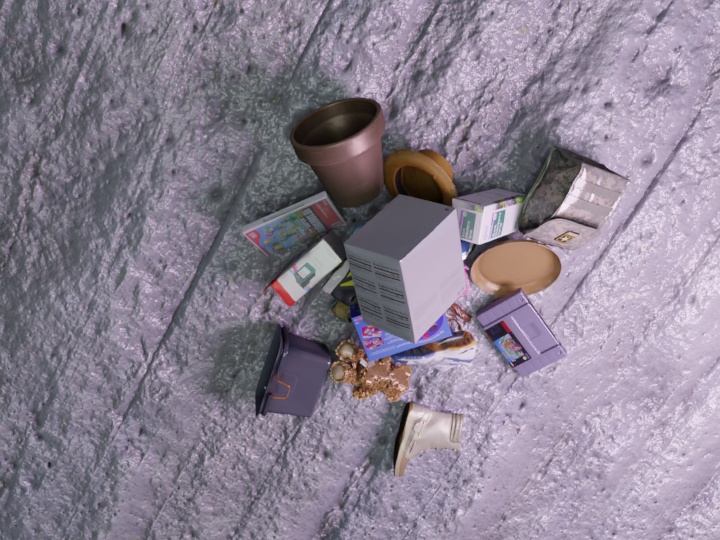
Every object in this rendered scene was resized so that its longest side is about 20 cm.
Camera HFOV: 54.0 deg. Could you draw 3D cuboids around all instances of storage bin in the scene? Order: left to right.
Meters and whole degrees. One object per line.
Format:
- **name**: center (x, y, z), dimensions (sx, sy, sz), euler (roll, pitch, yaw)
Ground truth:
- **storage bin**: center (-0.154, 0.249, 1.641), dimensions (0.132, 0.146, 0.203), euler (14, 108, -15)

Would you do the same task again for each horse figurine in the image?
- **horse figurine**: center (0.160, 0.130, 1.637), dimensions (0.199, 0.050, 0.133), euler (-35, 111, 14)

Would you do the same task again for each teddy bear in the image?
- **teddy bear**: center (0.020, 0.234, 1.649), dimensions (0.197, 0.067, 0.148), euler (4, 80, -24)

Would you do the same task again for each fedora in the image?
- **fedora**: center (0.141, -0.190, 1.495), dimensions (0.201, 0.200, 0.082), euler (46, 61, -13)

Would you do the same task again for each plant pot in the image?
- **plant pot**: center (-0.028, -0.234, 1.464), dimensions (0.197, 0.202, 0.176), euler (-16, 127, 6)
- **plant pot**: center (0.341, -0.008, 1.555), dimensions (0.196, 0.028, 0.201), euler (2, 142, 2)

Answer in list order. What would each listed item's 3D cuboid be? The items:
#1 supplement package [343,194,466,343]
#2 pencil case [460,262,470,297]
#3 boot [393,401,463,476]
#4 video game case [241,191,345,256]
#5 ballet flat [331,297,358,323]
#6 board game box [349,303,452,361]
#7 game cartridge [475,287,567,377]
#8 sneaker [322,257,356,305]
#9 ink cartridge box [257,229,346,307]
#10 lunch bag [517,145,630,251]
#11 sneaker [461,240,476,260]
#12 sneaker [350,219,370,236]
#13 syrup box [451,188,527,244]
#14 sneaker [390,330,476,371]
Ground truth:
- **supplement package**: center (0.094, -0.007, 1.407), dimensions (0.146, 0.191, 0.202), euler (18, 136, 37)
- **pencil case**: center (0.151, 0.039, 1.591), dimensions (0.197, 0.087, 0.084), euler (-15, 75, 5)
- **boot**: center (0.164, 0.426, 1.725), dimensions (0.152, 0.072, 0.203), euler (11, 108, -6)
- **video game case**: center (-0.142, -0.098, 1.529), dimensions (0.197, 0.143, 0.018), euler (-22, 67, 8)
- **ballet flat**: center (0.011, 0.038, 1.595), dimensions (0.070, 0.071, 0.201), euler (34, 109, -10)
- **board game box**: center (0.090, 0.112, 1.557), dimensions (0.197, 0.045, 0.136), euler (-18, 124, 5)
- **game cartridge**: center (0.370, 0.148, 1.633), dimensions (0.129, 0.039, 0.201), euler (-33, 106, 22)
- **sneaker**: center (0.000, 0.000, 1.519), dimensions (0.084, 0.075, 0.200), euler (40, 130, -6)
- **ink cartridge box**: center (-0.126, 0.006, 1.561), dimensions (0.199, 0.116, 0.067), euler (-40, 96, 13)
- **lunch bag**: center (0.440, -0.136, 1.487), dimensions (0.162, 0.118, 0.202), euler (12, 114, -32)
- **sneaker**: center (0.159, -0.048, 1.563), dimensions (0.197, 0.076, 0.078), euler (-15, 112, 4)
- **sneaker**: center (0.067, -0.087, 1.525), dimensions (0.198, 0.073, 0.072), euler (-16, 124, 28)
- **syrup box**: center (0.267, -0.116, 1.474), dimensions (0.081, 0.199, 0.080), euler (18, 112, 33)
- **sneaker**: center (0.167, 0.199, 1.609), dimensions (0.196, 0.076, 0.089), euler (-5, 127, 3)
